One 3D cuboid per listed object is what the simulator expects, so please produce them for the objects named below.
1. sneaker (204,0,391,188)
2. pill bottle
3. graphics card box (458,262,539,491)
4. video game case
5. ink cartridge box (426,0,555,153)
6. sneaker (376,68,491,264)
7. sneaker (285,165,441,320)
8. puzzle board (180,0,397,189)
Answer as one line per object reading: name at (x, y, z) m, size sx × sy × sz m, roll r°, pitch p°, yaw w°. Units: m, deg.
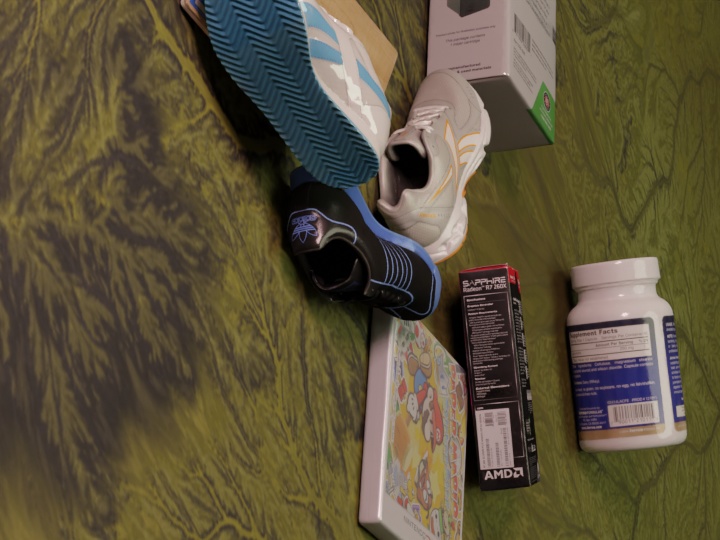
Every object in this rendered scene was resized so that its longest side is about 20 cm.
sneaker at (-0.044, -0.156, 1.443) m, size 0.200 × 0.076 × 0.081 m, roll 60°, pitch 29°, yaw -29°
pill bottle at (0.281, 0.090, 2.165) m, size 0.116 × 0.116 × 0.200 m, roll 3°, pitch 81°, yaw -68°
graphics card box at (0.127, 0.098, 1.843) m, size 0.125 × 0.051 × 0.200 m, roll 18°, pitch 65°, yaw -81°
video game case at (0.048, 0.145, 1.702) m, size 0.182 × 0.023 × 0.200 m, roll 48°, pitch 40°, yaw -55°
ink cartridge box at (0.127, -0.233, 1.932) m, size 0.146 × 0.084 × 0.200 m, roll 46°, pitch 42°, yaw -56°
sneaker at (0.058, -0.106, 1.745) m, size 0.092 × 0.076 × 0.200 m, roll 52°, pitch 36°, yaw -44°
sneaker at (0.000, 0.000, 1.574) m, size 0.200 × 0.070 × 0.078 m, roll 44°, pitch 41°, yaw -45°
puzzle board at (-0.051, -0.177, 1.509) m, size 0.200 × 0.017 × 0.151 m, roll 47°, pitch 44°, yaw -31°
